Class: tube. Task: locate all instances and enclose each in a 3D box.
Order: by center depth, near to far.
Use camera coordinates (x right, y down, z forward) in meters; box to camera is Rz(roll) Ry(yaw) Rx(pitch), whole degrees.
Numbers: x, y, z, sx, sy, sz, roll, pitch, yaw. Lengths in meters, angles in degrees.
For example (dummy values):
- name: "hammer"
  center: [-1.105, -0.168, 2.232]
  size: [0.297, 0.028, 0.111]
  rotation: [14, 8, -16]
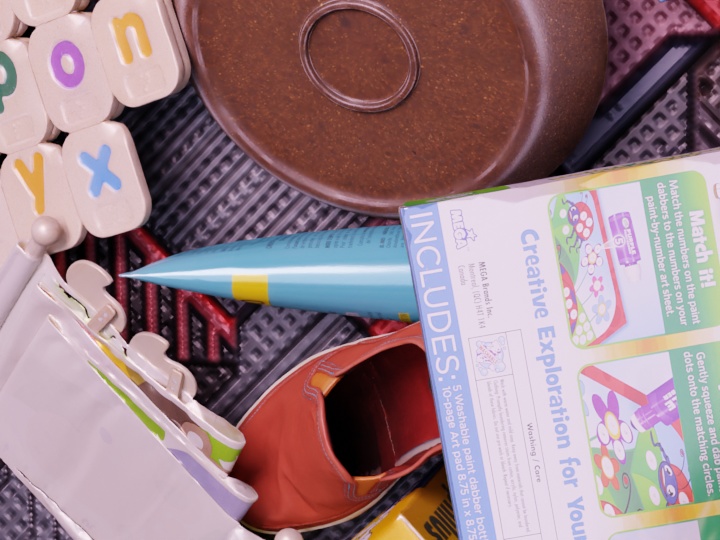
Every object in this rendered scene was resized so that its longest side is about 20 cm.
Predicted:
- name: "tube"
  center: [0.000, 0.000, 0.921]
  size: [0.199, 0.077, 0.051]
  rotation: [2, 89, 10]

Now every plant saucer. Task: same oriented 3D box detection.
- name: "plant saucer"
  center: [0.003, -0.097, 0.877]
  size: [0.200, 0.035, 0.201]
  rotation: [12, 129, 16]

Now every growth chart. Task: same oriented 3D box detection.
- name: "growth chart"
  center: [-0.112, 0.082, 0.956]
  size: [0.200, 0.018, 0.145]
  rotation: [50, 130, 2]

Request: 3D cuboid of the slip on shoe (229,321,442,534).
- name: "slip on shoe"
  center: [-0.003, 0.068, 0.907]
  size: [0.200, 0.061, 0.074]
  rotation: [-29, 82, 44]

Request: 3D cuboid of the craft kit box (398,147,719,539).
- name: "craft kit box"
  center: [0.128, 0.054, 0.779]
  size: [0.197, 0.049, 0.201]
  rotation: [-9, 93, 6]

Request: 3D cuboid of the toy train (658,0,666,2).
- name: "toy train"
  center: [0.129, -0.211, 0.852]
  size: [0.114, 0.087, 0.200]
  rotation: [-29, 91, 22]

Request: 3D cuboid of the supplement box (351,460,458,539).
- name: "supplement box"
  center: [-0.008, 0.196, 0.929]
  size: [0.200, 0.109, 0.110]
  rotation: [-42, 87, 15]

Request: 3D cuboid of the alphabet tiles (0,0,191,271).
- name: "alphabet tiles"
  center: [-0.163, -0.102, 0.940]
  size: [0.200, 0.015, 0.196]
  rotation: [-16, 94, 36]
